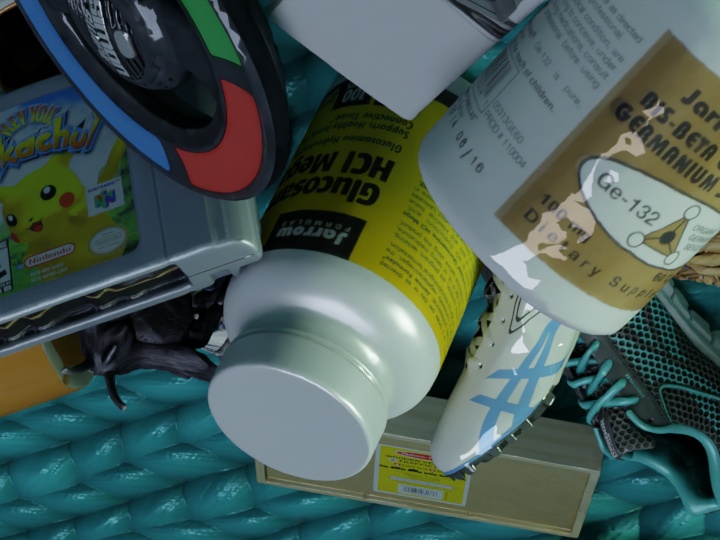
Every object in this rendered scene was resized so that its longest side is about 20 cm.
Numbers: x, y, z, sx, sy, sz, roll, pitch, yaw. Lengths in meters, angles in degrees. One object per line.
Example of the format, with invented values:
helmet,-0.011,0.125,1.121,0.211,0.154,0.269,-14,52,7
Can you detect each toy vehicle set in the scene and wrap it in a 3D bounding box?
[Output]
toy vehicle set,0.037,0.107,1.371,0.198,0.027,0.124,10,156,2

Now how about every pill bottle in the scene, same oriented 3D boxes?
pill bottle,0.126,-0.080,0.943,0.114,0.115,0.200,37,111,-15
pill bottle,0.000,0.000,1.176,0.112,0.201,0.113,15,142,12

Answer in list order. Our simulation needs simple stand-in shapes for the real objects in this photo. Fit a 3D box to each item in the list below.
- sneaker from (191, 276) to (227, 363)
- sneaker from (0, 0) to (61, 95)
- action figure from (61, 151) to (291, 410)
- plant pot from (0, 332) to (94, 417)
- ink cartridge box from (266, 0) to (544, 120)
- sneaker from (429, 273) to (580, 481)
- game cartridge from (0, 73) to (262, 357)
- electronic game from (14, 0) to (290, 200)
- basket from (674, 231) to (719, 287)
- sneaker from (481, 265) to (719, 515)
sneaker,-0.066,0.033,1.362,0.199,0.077,0.085,18,147,10
sneaker,-0.199,-0.128,1.237,0.199,0.085,0.073,-8,134,38
action figure,-0.107,-0.001,1.236,0.118,0.201,0.102,28,146,-4
plant pot,-0.251,0.015,1.369,0.182,0.201,0.201,-7,135,14
ink cartridge box,0.061,-0.175,0.977,0.084,0.145,0.200,36,143,-12
sneaker,0.085,0.012,1.185,0.072,0.072,0.201,30,100,-7
game cartridge,-0.150,-0.032,1.166,0.199,0.134,0.041,-19,143,10
electronic game,-0.103,-0.115,1.056,0.200,0.042,0.201,40,154,24
basket,0.186,-0.088,1.010,0.199,0.143,0.149,-10,132,37
sneaker,0.141,0.053,1.248,0.199,0.092,0.078,35,141,-13
